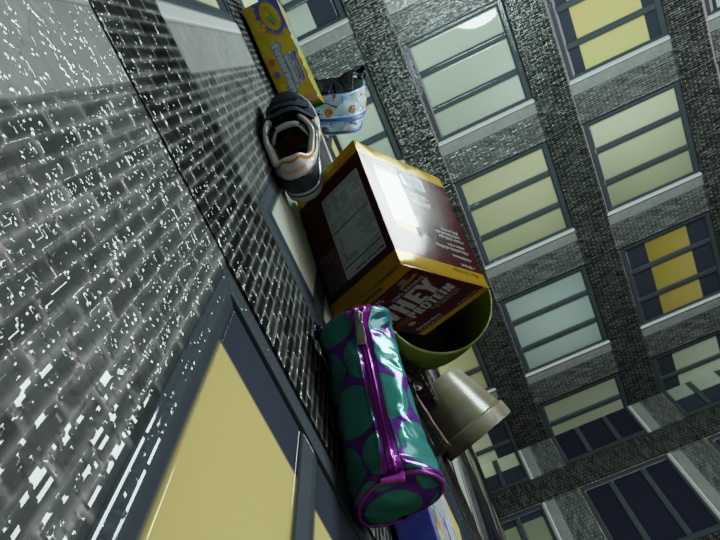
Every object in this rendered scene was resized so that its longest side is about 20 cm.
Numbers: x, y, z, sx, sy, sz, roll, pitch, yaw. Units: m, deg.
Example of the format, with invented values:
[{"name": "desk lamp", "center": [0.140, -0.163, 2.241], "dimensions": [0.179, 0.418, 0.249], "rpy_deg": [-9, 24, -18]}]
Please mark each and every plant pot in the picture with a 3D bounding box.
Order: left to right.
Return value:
[{"name": "plant pot", "center": [0.117, 0.094, 1.056], "dimensions": [0.201, 0.184, 0.190], "rpy_deg": [95, -23, -61]}, {"name": "plant pot", "center": [0.248, 0.349, 1.518], "dimensions": [0.174, 0.199, 0.200], "rpy_deg": [51, 1, 16]}]

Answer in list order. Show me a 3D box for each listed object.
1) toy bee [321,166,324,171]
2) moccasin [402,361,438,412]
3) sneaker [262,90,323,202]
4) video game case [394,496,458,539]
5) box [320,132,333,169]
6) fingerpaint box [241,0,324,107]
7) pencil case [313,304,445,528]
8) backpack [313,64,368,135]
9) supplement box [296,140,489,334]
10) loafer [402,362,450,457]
[{"name": "toy bee", "center": [-0.018, -0.112, 1.064], "dimensions": [0.201, 0.129, 0.110], "rpy_deg": [51, -30, 27]}, {"name": "moccasin", "center": [0.106, 0.191, 1.238], "dimensions": [0.204, 0.073, 0.078], "rpy_deg": [64, -5, -2]}, {"name": "sneaker", "center": [-0.094, -0.195, 0.825], "dimensions": [0.080, 0.077, 0.203], "rpy_deg": [68, 4, -55]}, {"name": "video game case", "center": [0.065, 0.262, 0.717], "dimensions": [0.182, 0.045, 0.202], "rpy_deg": [62, 7, -51]}, {"name": "box", "center": [-0.089, -0.261, 1.307], "dimensions": [0.041, 0.038, 0.203], "rpy_deg": [39, 29, -75]}, {"name": "fingerpaint box", "center": [-0.148, -0.415, 1.188], "dimensions": [0.167, 0.072, 0.203], "rpy_deg": [-89, 155, -78]}, {"name": "pencil case", "center": [0.013, 0.126, 0.562], "dimensions": [0.093, 0.083, 0.202], "rpy_deg": [83, -8, -45]}, {"name": "backpack", "center": [-0.067, -0.431, 1.548], "dimensions": [0.191, 0.196, 0.157], "rpy_deg": [-88, 167, -69]}, {"name": "supplement box", "center": [0.044, -0.038, 0.847], "dimensions": [0.195, 0.132, 0.203], "rpy_deg": [13, 48, -44]}, {"name": "loafer", "center": [0.089, 0.217, 1.011], "dimensions": [0.072, 0.062, 0.203], "rpy_deg": [39, 30, -82]}]
